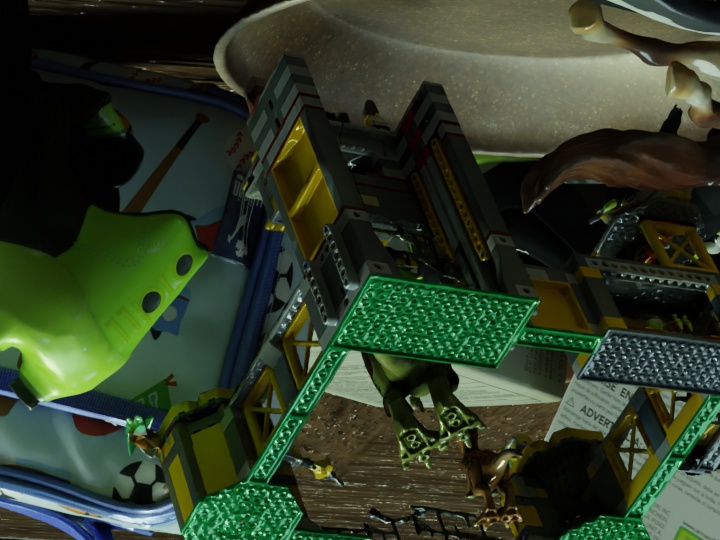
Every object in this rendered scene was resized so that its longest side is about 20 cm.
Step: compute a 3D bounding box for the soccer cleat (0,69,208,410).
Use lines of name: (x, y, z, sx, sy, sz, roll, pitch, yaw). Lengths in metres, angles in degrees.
soccer cleat: (-0.119, -0.037, 0.791, 0.200, 0.081, 0.068, 45, 172, 38)

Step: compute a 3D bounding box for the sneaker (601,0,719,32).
sneaker: (0.033, -0.105, 0.582, 0.199, 0.072, 0.083, 8, -169, -22)

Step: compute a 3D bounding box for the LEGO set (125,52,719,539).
LEGO set: (0.024, 0.013, 0.790, 0.199, 0.116, 0.154, 2, 133, -23)

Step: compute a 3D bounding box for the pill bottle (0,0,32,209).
pill bottle: (-0.205, -0.059, 0.723, 0.199, 0.113, 0.112, -1, 168, 16)

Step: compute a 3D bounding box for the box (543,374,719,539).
box: (0.170, 0.077, 1.104, 0.112, 0.102, 0.200, 32, -159, 24)

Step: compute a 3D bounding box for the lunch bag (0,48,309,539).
lunch bag: (-0.108, 0.009, 0.861, 0.199, 0.161, 0.076, 13, 172, 20)

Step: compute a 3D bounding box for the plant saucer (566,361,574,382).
plant saucer: (0.014, 0.036, 1.255, 0.199, 0.033, 0.200, 1, -178, 0)

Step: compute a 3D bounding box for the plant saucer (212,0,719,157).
plant saucer: (0.055, -0.076, 0.774, 0.199, 0.037, 0.200, 3, 168, 1)

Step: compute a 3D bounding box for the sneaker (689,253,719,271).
sneaker: (0.175, -0.006, 1.027, 0.199, 0.067, 0.090, 7, 165, -39)

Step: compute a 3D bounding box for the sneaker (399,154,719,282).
sneaker: (0.108, -0.016, 0.935, 0.199, 0.083, 0.072, 0, 169, 11)

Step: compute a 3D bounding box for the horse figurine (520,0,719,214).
horse figurine: (0.143, -0.049, 0.688, 0.199, 0.050, 0.132, -12, 157, 37)

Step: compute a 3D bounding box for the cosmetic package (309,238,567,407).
cosmetic package: (0.000, 0.000, 1.028, 0.103, 0.088, 0.200, -2, 169, 30)
